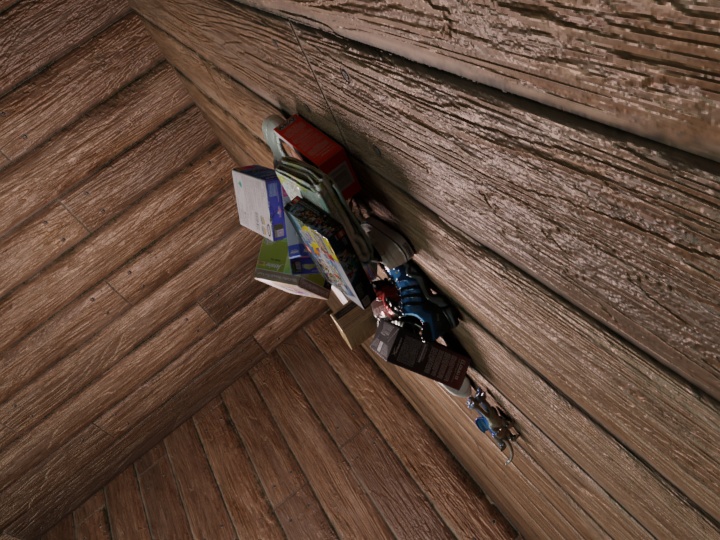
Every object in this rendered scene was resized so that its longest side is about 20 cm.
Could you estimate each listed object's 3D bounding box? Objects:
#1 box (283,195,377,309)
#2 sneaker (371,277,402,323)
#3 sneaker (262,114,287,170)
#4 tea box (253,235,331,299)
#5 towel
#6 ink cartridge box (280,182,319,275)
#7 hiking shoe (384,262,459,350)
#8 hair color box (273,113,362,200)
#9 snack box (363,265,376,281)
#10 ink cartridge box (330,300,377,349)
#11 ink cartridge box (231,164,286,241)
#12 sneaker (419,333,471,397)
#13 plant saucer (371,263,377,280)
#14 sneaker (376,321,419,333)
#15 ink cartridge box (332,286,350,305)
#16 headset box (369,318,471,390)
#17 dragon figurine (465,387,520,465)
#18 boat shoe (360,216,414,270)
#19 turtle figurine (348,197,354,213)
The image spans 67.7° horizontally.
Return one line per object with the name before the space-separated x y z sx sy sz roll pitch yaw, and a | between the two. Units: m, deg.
box | -0.052 -0.030 0.972 0.136 0.038 0.201 36 161 40
sneaker | 0.076 0.090 1.274 0.200 0.070 0.100 -141 44 -64
sneaker | -0.154 -0.246 1.204 0.088 0.075 0.201 40 162 43
tea box | -0.152 -0.044 1.375 0.132 0.200 0.200 8 170 20
towel | -0.066 -0.109 0.985 0.171 0.048 0.201 34 159 47
ink cartridge box | -0.106 -0.095 1.121 0.119 0.041 0.204 -2 -93 -55
hiking shoe | 0.097 0.052 1.026 0.200 0.086 0.075 47 170 36
hair color box | -0.084 -0.215 1.027 0.200 0.061 0.102 45 169 46
snack box | 0.000 0.000 1.265 0.073 0.024 0.200 61 171 3
ink cartridge box | 0.009 0.138 1.582 0.075 0.164 0.201 51 171 21
ink cartridge box | -0.206 -0.152 1.202 0.199 0.076 0.139 27 128 49
sneaker | 0.198 0.245 1.336 0.200 0.075 0.088 46 -179 32
plant saucer | -0.010 -0.067 1.297 0.202 0.038 0.201 53 172 11
sneaker | 0.104 0.164 1.475 0.116 0.075 0.201 51 169 23
ink cartridge box | -0.037 0.065 1.809 0.145 0.084 0.200 57 172 -24
headset box | 0.136 0.184 1.174 0.198 0.076 0.149 24 178 -12
dragon figurine | 0.300 0.347 1.204 0.099 0.059 0.201 42 165 53
boat shoe | 0.034 -0.047 1.043 0.072 0.065 0.200 57 171 -31
turtle figurine | -0.045 -0.113 1.100 0.201 0.064 0.162 59 174 47
